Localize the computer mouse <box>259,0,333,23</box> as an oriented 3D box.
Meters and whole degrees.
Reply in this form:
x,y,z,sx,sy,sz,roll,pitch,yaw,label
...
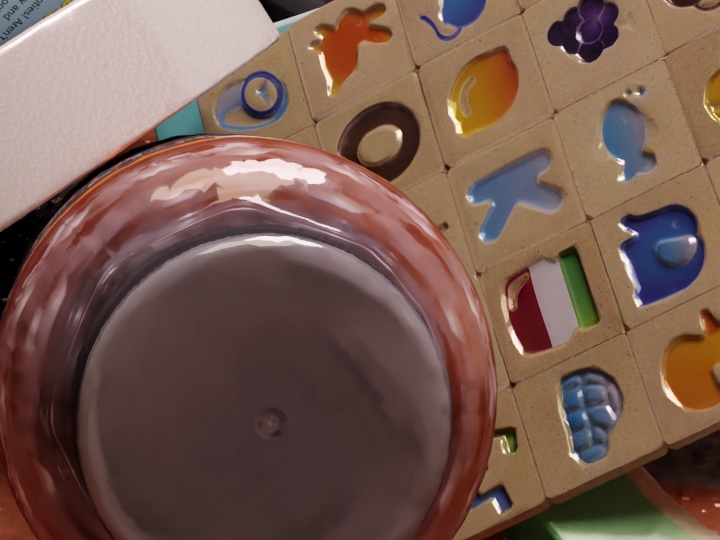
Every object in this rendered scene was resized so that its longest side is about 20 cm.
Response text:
x,y,z,sx,sy,sz,roll,pitch,yaw,label
-0.073,-0.147,0.943,0.199,0.046,0.141,34,32,2,computer mouse

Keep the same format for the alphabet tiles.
x,y,z,sx,sy,sz,roll,pitch,yaw,label
0.028,-0.012,0.690,0.199,0.006,0.167,-27,59,19,alphabet tiles

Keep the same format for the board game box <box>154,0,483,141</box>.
x,y,z,sx,sy,sz,roll,pitch,yaw,label
0.054,-0.074,0.796,0.199,0.047,0.151,-17,2,21,board game box

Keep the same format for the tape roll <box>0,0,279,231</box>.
x,y,z,sx,sy,sz,roll,pitch,yaw,label
-0.111,-0.021,0.674,0.202,0.037,0.203,-34,6,4,tape roll

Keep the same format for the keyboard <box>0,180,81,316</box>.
x,y,z,sx,sy,sz,roll,pitch,yaw,label
-0.122,-0.009,0.857,0.104,0.040,0.200,23,32,33,keyboard

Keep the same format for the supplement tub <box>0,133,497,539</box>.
x,y,z,sx,sy,sz,roll,pitch,yaw,label
-0.028,0.022,0.576,0.106,0.108,0.200,0,3,-7,supplement tub

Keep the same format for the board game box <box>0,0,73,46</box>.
x,y,z,sx,sy,sz,roll,pitch,yaw,label
-0.151,-0.117,0.782,0.200,0.105,0.103,29,30,-42,board game box

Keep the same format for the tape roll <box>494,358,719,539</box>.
x,y,z,sx,sy,sz,roll,pitch,yaw,label
0.133,0.033,0.696,0.199,0.048,0.201,-3,53,4,tape roll
